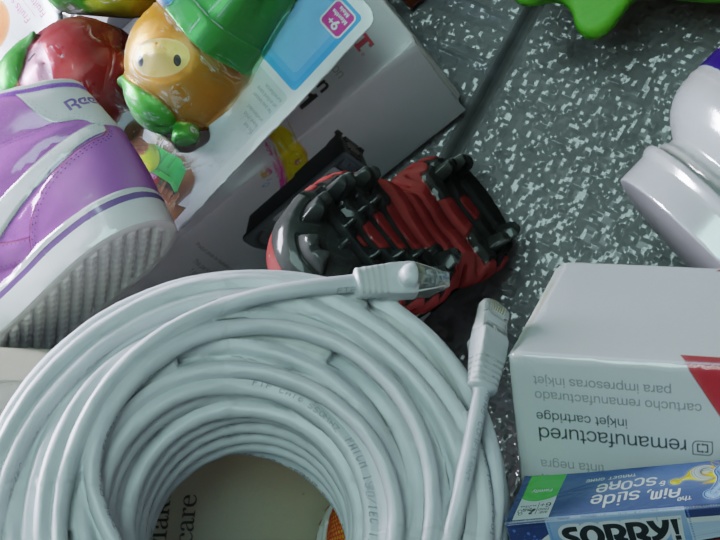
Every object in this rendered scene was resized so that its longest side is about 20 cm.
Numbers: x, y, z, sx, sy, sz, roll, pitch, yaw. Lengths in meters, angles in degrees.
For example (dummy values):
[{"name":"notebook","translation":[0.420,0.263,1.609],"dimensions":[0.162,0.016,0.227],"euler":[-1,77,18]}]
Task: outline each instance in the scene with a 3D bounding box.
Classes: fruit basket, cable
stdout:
[{"name":"fruit basket","translation":[-0.115,-0.107,0.846],"dimensions":[0.200,0.094,0.186],"euler":[-43,64,7]},{"name":"cable","translation":[-0.043,0.095,0.672],"dimensions":[0.198,0.069,0.202],"euler":[3,65,0]}]

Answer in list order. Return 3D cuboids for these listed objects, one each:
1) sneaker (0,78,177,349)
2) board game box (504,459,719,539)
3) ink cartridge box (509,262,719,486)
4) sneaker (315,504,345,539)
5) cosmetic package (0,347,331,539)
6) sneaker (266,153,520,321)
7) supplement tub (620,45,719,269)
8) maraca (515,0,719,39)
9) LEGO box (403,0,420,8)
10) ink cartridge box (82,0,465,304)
[{"name":"sneaker","translation":[-0.182,-0.005,0.815],"dimensions":[0.200,0.073,0.115],"euler":[-37,71,10]},{"name":"board game box","translation":[0.164,0.130,0.645],"dimensions":[0.198,0.034,0.136],"euler":[-9,112,25]},{"name":"ink cartridge box","translation":[0.144,0.107,0.713],"dimensions":[0.143,0.084,0.202],"euler":[3,117,22]},{"name":"sneaker","translation":[0.038,0.173,0.725],"dimensions":[0.073,0.077,0.201],"euler":[-18,78,-32]},{"name":"cosmetic package","translation":[-0.085,0.090,0.777],"dimensions":[0.073,0.198,0.105],"euler":[19,106,62]},{"name":"sneaker","translation":[0.000,0.000,0.815],"dimensions":[0.098,0.200,0.071],"euler":[-37,83,22]},{"name":"supplement tub","translation":[0.223,-0.065,0.765],"dimensions":[0.200,0.145,0.146],"euler":[-44,63,2]},{"name":"maraca","translation":[0.156,-0.187,0.848],"dimensions":[0.198,0.107,0.138],"euler":[-21,75,7]},{"name":"LEGO box","translation":[0.057,-0.248,0.887],"dimensions":[0.200,0.149,0.077],"euler":[-41,63,5]},{"name":"ink cartridge box","translation":[-0.072,-0.085,0.920],"dimensions":[0.200,0.086,0.148],"euler":[-40,63,7]}]
